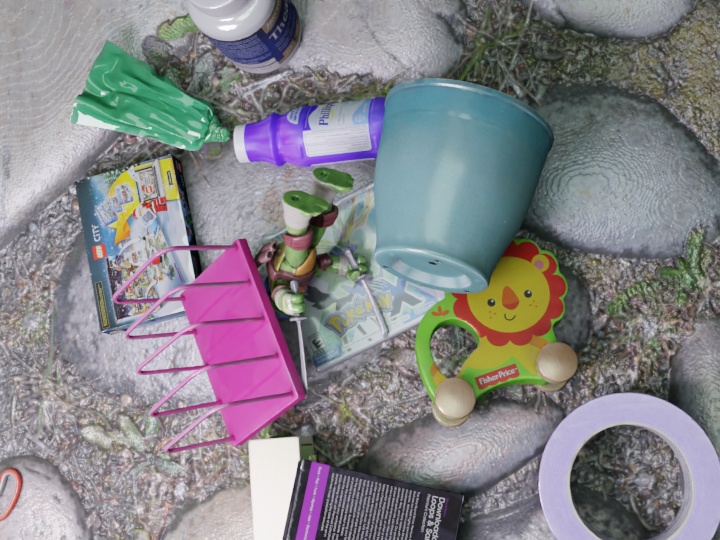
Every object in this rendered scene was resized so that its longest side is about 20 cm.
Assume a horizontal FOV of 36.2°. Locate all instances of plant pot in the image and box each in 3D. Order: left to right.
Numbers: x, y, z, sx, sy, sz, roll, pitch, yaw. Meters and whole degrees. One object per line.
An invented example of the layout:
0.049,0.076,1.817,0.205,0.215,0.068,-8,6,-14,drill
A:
0.099,-0.083,1.237,0.198,0.200,0.190,13,76,12,plant pot

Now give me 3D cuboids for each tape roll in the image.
0.298,0.238,1.226,0.197,0.085,0.203,-2,81,11,tape roll

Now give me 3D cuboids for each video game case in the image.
0.000,0.000,1.350,0.198,0.022,0.184,-26,78,7,video game case

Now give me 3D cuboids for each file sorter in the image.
-0.179,0.087,1.242,0.139,0.125,0.202,-39,66,39,file sorter

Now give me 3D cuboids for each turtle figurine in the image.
-0.037,-0.002,1.263,0.143,0.195,0.200,-12,42,-26,turtle figurine

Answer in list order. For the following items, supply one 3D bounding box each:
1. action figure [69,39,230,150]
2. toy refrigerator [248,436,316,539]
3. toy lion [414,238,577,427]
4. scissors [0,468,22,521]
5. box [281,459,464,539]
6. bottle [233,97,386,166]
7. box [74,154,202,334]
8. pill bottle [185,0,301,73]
-0.258,-0.205,1.413,0.198,0.055,0.119,22,85,6,action figure
-0.085,0.299,1.297,0.069,0.076,0.203,-6,80,10,toy refrigerator
0.153,0.061,1.282,0.198,0.069,0.193,-19,73,-5,toy lion
-0.495,0.341,1.402,0.072,0.014,0.202,22,85,11,scissors
0.011,0.307,1.254,0.198,0.036,0.145,15,78,-10,box
-0.055,-0.166,1.353,0.198,0.084,0.066,-5,122,11,bottle
-0.279,-0.033,1.400,0.135,0.038,0.202,-14,80,9,box
-0.145,-0.320,1.332,0.110,0.200,0.112,-1,82,11,pill bottle
